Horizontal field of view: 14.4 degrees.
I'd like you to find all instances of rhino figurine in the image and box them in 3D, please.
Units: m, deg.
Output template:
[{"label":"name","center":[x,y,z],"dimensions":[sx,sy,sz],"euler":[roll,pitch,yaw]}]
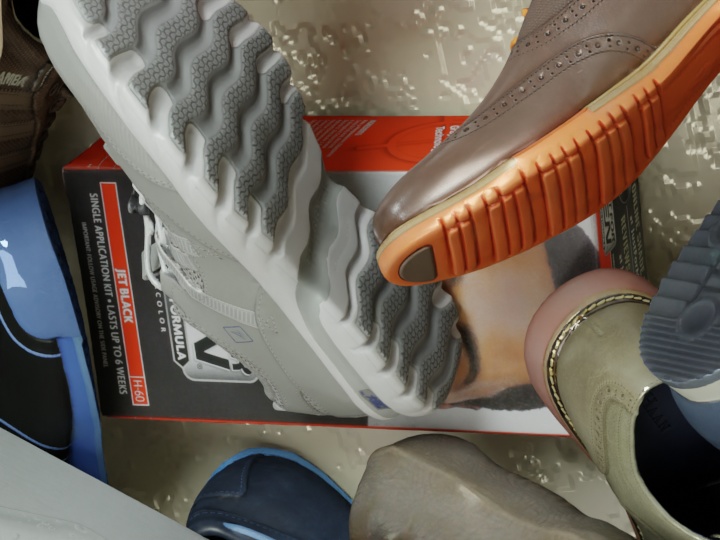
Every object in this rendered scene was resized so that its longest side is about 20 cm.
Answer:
[{"label":"rhino figurine","center":[0.073,0.116,0.963],"dimensions":[0.200,0.060,0.088],"euler":[24,142,38]}]

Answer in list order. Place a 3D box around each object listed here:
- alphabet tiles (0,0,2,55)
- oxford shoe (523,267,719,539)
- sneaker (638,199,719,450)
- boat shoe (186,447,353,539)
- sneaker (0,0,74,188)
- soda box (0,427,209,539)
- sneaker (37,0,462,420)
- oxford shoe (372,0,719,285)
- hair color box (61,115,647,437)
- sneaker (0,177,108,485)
[{"label":"alphabet tiles","center":[-0.160,-0.135,0.931],"dimensions":[0.195,0.015,0.201],"euler":[-21,60,29]},{"label":"oxford shoe","center":[0.128,0.086,0.962],"dimensions":[0.071,0.074,0.200],"euler":[-44,121,5]},{"label":"sneaker","center":[0.172,-0.018,0.905],"dimensions":[0.082,0.200,0.070],"euler":[49,167,-31]},{"label":"boat shoe","center":[0.011,0.154,1.075],"dimensions":[0.200,0.069,0.084],"euler":[34,120,6]},{"label":"sneaker","center":[-0.130,-0.064,1.020],"dimensions":[0.200,0.075,0.071],"euler":[89,160,-59]},{"label":"soda box","center":[-0.144,0.097,1.012],"dimensions":[0.200,0.068,0.063],"euler":[30,127,-13]},{"label":"sneaker","center":[-0.051,-0.017,0.936],"dimensions":[0.082,0.075,0.200],"euler":[-17,122,34]},{"label":"oxford shoe","center":[0.074,-0.071,0.922],"dimensions":[0.200,0.071,0.073],"euler":[-38,73,-11]},{"label":"hair color box","center":[0.000,0.000,1.021],"dimensions":[0.199,0.061,0.102],"euler":[0,111,21]},{"label":"sneaker","center":[-0.137,0.052,1.053],"dimensions":[0.078,0.070,0.201],"euler":[-11,134,-9]}]
